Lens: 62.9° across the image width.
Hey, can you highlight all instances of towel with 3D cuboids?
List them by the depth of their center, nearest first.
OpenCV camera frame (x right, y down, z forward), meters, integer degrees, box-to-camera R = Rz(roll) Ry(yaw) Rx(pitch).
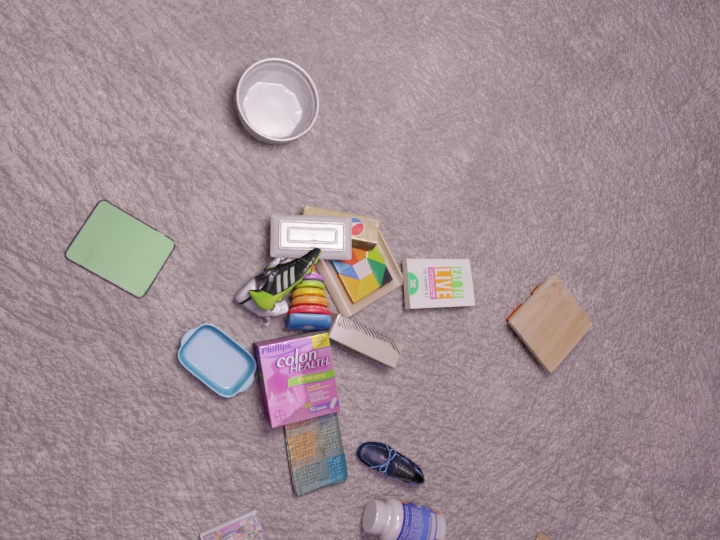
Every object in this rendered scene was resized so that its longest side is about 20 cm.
[{"bbox_3d":[-0.115,0.456,1.504,0.146,0.022,0.201,-10,90,-20],"label":"towel"}]

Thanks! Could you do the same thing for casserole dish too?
[{"bbox_3d":[-0.345,0.215,1.420,0.200,0.039,0.121,42,77,-13],"label":"casserole dish"}]

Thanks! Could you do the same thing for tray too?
[{"bbox_3d":[-0.117,-0.083,1.427,0.199,0.022,0.108,2,83,-12],"label":"tray"}]

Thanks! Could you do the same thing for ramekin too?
[{"bbox_3d":[-0.210,-0.404,1.442,0.199,0.105,0.201,0,89,-19],"label":"ramekin"}]

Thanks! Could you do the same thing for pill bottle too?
[{"bbox_3d":[0.111,0.658,1.529,0.199,0.112,0.112,22,82,-17],"label":"pill bottle"}]

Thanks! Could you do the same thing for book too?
[{"bbox_3d":[0.210,0.035,1.602,0.199,0.048,0.134,-1,84,-24],"label":"book"}]

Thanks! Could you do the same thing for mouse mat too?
[{"bbox_3d":[-0.555,-0.049,1.370,0.200,0.008,0.161,33,79,-17],"label":"mouse mat"}]

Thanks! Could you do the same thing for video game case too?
[{"bbox_3d":[-0.294,0.705,1.440,0.143,0.018,0.201,-18,95,-19],"label":"video game case"}]

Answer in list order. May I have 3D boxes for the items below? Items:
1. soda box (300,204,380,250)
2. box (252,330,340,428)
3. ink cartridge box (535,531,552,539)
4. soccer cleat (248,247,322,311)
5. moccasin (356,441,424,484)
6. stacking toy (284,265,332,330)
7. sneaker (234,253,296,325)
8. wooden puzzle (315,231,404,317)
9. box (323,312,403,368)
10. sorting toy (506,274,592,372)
[{"bbox_3d":[-0.055,-0.107,1.491,0.199,0.064,0.068,10,72,-11],"label":"soda box"},{"bbox_3d":[-0.158,0.262,1.452,0.175,0.097,0.201,-9,91,-18],"label":"box"},{"bbox_3d":[0.530,0.890,1.687,0.165,0.075,0.200,44,77,-14],"label":"ink cartridge box"},{"bbox_3d":[-0.176,0.008,1.386,0.200,0.068,0.081,-44,98,-2],"label":"soccer cleat"},{"bbox_3d":[0.087,0.503,1.546,0.199,0.068,0.081,25,81,-17],"label":"moccasin"},{"bbox_3d":[-0.128,0.045,1.472,0.109,0.116,0.201,3,71,-13],"label":"stacking toy"},{"bbox_3d":[-0.203,0.038,1.455,0.200,0.075,0.115,-43,103,-9],"label":"sneaker"},{"bbox_3d":[0.000,0.000,1.542,0.200,0.037,0.185,-30,99,-17],"label":"wooden puzzle"},{"bbox_3d":[0.005,0.180,1.518,0.200,0.082,0.069,27,80,-18],"label":"box"},{"bbox_3d":[0.537,0.152,1.705,0.200,0.070,0.199,-43,102,-15],"label":"sorting toy"}]
